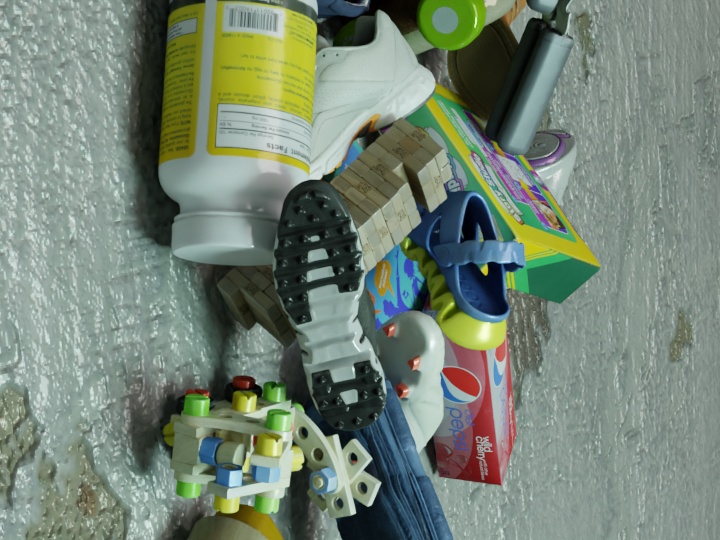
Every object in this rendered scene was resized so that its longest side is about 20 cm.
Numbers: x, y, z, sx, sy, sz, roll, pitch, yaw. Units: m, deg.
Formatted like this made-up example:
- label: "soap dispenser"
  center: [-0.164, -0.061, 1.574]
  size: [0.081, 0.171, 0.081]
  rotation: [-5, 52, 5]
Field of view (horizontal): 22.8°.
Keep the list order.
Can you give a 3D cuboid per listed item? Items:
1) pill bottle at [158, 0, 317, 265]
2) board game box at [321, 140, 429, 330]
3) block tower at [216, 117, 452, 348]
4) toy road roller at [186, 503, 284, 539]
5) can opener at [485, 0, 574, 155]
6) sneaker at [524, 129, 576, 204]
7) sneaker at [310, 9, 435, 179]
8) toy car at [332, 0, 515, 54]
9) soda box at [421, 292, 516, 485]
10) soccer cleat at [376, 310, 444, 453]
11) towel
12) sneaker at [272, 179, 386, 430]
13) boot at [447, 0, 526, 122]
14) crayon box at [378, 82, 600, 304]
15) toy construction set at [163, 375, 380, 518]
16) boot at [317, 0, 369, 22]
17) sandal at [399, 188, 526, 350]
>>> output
- label: "pill bottle"
  center: [-0.091, -0.109, 1.313]
  size: [0.112, 0.112, 0.202]
  rotation: [18, 73, -57]
- label: "board game box"
  center: [0.000, 0.000, 1.519]
  size: [0.200, 0.045, 0.153]
  rotation: [47, 49, -46]
- label: "block tower"
  center: [-0.016, -0.027, 1.385]
  size: [0.200, 0.058, 0.054]
  rotation: [-42, 145, -14]
- label: "toy road roller"
  center: [-0.048, 0.275, 1.316]
  size: [0.201, 0.145, 0.123]
  rotation: [62, 39, -35]
- label: "can opener"
  center: [0.148, -0.203, 1.563]
  size: [0.066, 0.053, 0.201]
  rotation: [13, 109, -26]
- label: "sneaker"
  center: [0.162, -0.065, 1.789]
  size: [0.200, 0.074, 0.100]
  rotation: [-55, 146, -40]
- label: "sneaker"
  center: [-0.038, -0.131, 1.411]
  size: [0.200, 0.076, 0.092]
  rotation: [-39, 110, -23]
- label: "toy car"
  center: [0.030, -0.283, 1.512]
  size: [0.201, 0.157, 0.164]
  rotation: [66, 25, -11]
- label: "soda box"
  center: [0.098, 0.100, 1.606]
  size: [0.070, 0.063, 0.201]
  rotation: [-67, 156, -44]
- label: "soccer cleat"
  center: [0.040, 0.095, 1.474]
  size: [0.077, 0.069, 0.201]
  rotation: [-21, 149, -29]
- label: "towel"
  center: [0.012, 0.182, 1.413]
  size: [0.048, 0.112, 0.201]
  rotation: [-10, 69, -35]
- label: "sneaker"
  center: [-0.025, 0.014, 1.306]
  size: [0.091, 0.066, 0.201]
  rotation: [-101, 179, -59]
- label: "boot"
  center: [0.121, -0.232, 1.684]
  size: [0.201, 0.077, 0.155]
  rotation: [54, 27, 3]
- label: "crayon box"
  center: [0.109, -0.073, 1.599]
  size: [0.172, 0.058, 0.201]
  rotation: [15, 38, -57]
- label: "toy construction set"
  center: [-0.067, 0.129, 1.311]
  size: [0.200, 0.130, 0.093]
  rotation: [18, 84, -60]
- label: "boot"
  center: [-0.074, -0.239, 1.372]
  size: [0.200, 0.090, 0.073]
  rotation: [15, 74, -58]
- label: "sandal"
  center: [0.075, -0.033, 1.447]
  size: [0.079, 0.087, 0.200]
  rotation: [0, 44, -40]
